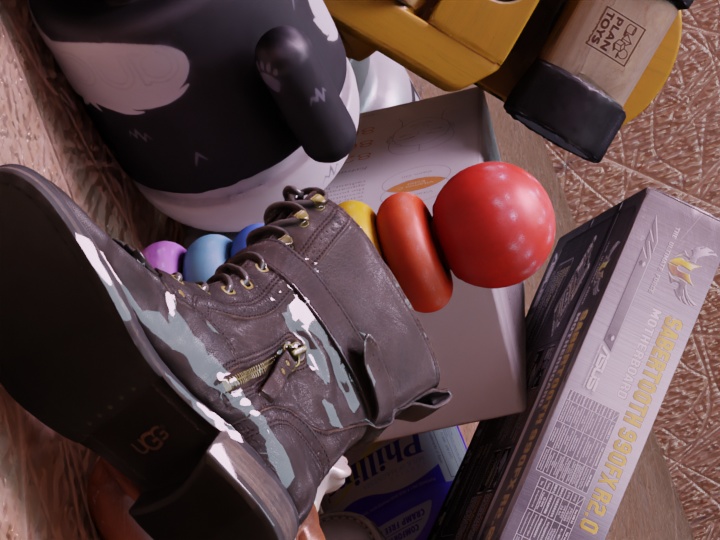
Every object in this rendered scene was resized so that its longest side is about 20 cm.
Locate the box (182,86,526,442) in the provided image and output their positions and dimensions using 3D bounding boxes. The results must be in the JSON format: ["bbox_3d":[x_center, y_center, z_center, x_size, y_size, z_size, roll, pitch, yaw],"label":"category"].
[{"bbox_3d":[0.000,0.000,1.334,0.200,0.152,0.107,-81,158,-68],"label":"box"}]

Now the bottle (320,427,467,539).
[{"bbox_3d":[0.025,0.127,1.400,0.065,0.083,0.200,29,35,-57],"label":"bottle"}]

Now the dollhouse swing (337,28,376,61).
[{"bbox_3d":[-0.036,-0.244,1.388,0.176,0.182,0.200,51,-4,44],"label":"dollhouse swing"}]

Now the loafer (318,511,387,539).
[{"bbox_3d":[-0.009,0.178,1.217,0.200,0.070,0.070,-95,171,-52],"label":"loafer"}]

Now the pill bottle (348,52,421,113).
[{"bbox_3d":[-0.014,-0.069,1.522,0.200,0.116,0.116,58,16,-52],"label":"pill bottle"}]

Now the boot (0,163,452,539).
[{"bbox_3d":[-0.056,0.014,1.034,0.200,0.069,0.174,55,37,-12],"label":"boot"}]

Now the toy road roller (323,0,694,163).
[{"bbox_3d":[0.068,-0.145,1.338,0.200,0.123,0.146,30,-1,-9],"label":"toy road roller"}]

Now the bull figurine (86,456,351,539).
[{"bbox_3d":[-0.049,0.112,1.098,0.122,0.065,0.200,58,17,16],"label":"bull figurine"}]

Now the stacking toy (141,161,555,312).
[{"bbox_3d":[-0.012,0.005,1.141,0.085,0.199,0.086,-19,90,-80],"label":"stacking toy"}]

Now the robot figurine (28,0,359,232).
[{"bbox_3d":[-0.075,-0.109,1.231,0.151,0.124,0.200,-95,162,-46],"label":"robot figurine"}]

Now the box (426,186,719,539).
[{"bbox_3d":[0.100,0.068,1.288,0.201,0.048,0.158,-66,-172,-13],"label":"box"}]
